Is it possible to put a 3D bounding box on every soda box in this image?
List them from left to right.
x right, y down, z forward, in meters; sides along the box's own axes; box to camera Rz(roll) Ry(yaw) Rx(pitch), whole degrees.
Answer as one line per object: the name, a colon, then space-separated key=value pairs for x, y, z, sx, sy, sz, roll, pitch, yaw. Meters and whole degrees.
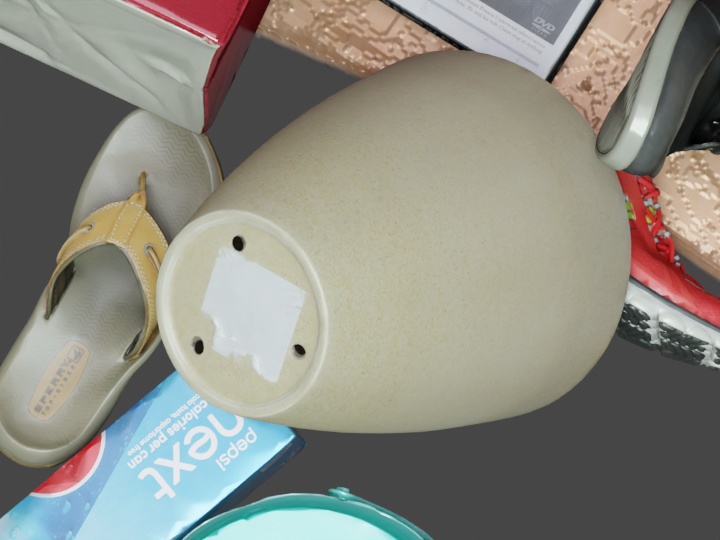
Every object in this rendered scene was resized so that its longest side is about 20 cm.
soda box: x=-0.125 y=0.125 z=1.267 sx=0.200 sy=0.064 sz=0.068 roll=-40 pitch=82 yaw=-3

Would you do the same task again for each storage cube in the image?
storage cube: x=-0.115 y=-0.200 z=1.238 sx=0.199 sy=0.171 sz=0.180 roll=24 pitch=77 yaw=-2

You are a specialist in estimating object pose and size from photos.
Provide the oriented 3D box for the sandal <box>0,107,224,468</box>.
sandal: x=-0.131 y=0.007 z=1.287 sx=0.080 sy=0.054 sz=0.201 roll=27 pitch=80 yaw=7

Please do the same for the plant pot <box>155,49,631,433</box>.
plant pot: x=0.000 y=0.000 z=1.171 sx=0.187 sy=0.200 sz=0.188 roll=7 pitch=103 yaw=31

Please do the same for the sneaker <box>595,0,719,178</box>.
sneaker: x=0.186 y=-0.084 z=1.215 sx=0.106 sy=0.200 sz=0.075 roll=31 pitch=122 yaw=5

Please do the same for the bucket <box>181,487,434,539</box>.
bucket: x=-0.027 y=0.204 z=1.202 sx=0.206 sy=0.135 sz=0.208 roll=0 pitch=90 yaw=-1

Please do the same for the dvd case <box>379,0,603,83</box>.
dvd case: x=0.084 y=-0.213 z=1.318 sx=0.150 sy=0.025 sz=0.200 roll=32 pitch=86 yaw=7

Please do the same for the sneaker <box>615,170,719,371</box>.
sneaker: x=0.130 y=-0.025 z=1.265 sx=0.200 sy=0.077 sz=0.085 roll=37 pitch=81 yaw=8
